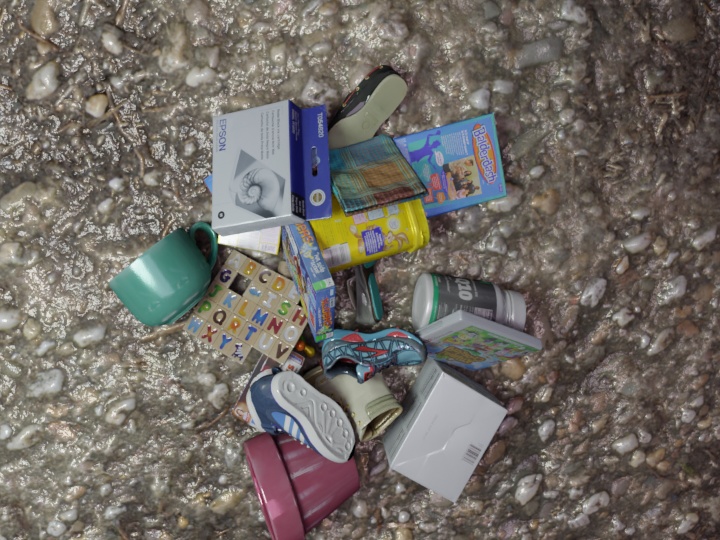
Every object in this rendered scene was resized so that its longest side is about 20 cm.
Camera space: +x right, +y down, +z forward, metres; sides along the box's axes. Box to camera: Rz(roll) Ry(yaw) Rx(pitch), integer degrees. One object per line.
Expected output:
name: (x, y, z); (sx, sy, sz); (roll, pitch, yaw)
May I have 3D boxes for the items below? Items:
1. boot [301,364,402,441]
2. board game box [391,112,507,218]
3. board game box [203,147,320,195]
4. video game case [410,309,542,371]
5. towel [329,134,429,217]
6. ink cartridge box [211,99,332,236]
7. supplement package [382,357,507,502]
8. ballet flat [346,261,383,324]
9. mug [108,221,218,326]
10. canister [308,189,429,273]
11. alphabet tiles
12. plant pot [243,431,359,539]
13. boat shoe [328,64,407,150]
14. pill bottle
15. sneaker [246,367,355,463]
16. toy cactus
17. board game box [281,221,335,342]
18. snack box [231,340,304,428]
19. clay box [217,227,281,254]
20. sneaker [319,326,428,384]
boot: (-0.033, 0.245, 0.982); (0.195, 0.157, 0.073); (-29, 141, -3)
board game box: (0.164, -0.189, 0.995); (0.192, 0.045, 0.158); (-14, 100, -4)
board game box: (-0.162, -0.168, 0.906); (0.197, 0.019, 0.105); (-35, 80, 4)
video game case: (0.194, 0.133, 0.966); (0.195, 0.181, 0.023); (19, 59, -26)
towel: (0.014, -0.162, 0.883); (0.141, 0.202, 0.022); (-15, 130, -9)
ink cartridge box: (-0.146, -0.169, 0.863); (0.192, 0.041, 0.208); (-9, 74, 12)
supplement package: (0.158, 0.301, 1.036); (0.152, 0.111, 0.205); (29, 95, -10)
ballet flat: (0.000, 0.000, 0.998); (0.061, 0.067, 0.209); (-3, 97, 25)
mug: (-0.317, 0.010, 0.913); (0.183, 0.152, 0.116); (-37, 102, 0)
canister: (0.003, -0.087, 0.916); (0.193, 0.087, 0.154); (-16, 82, -15)
alphabet tiles: (-0.189, 0.074, 0.936); (0.195, 0.008, 0.170); (25, 70, 15)
plant pot: (-0.103, 0.378, 0.985); (0.173, 0.199, 0.208); (-18, 101, -19)
boat shoe: (-0.004, -0.275, 0.957); (0.201, 0.064, 0.073); (-44, 135, 13)
pill bottle: (0.201, 0.074, 1.006); (0.192, 0.113, 0.118); (8, 98, -9)
sneaker: (-0.113, 0.261, 0.933); (0.201, 0.081, 0.145); (47, 136, -15)
toy cactus: (-0.144, 0.069, 0.982); (0.191, 0.102, 0.172); (4, 89, 1)
board game box: (-0.090, -0.005, 0.886); (0.033, 0.204, 0.138); (-14, 145, -16)
snack box: (-0.172, 0.213, 0.980); (0.070, 0.025, 0.203); (28, 123, -6)
clay box: (-0.185, -0.142, 0.958); (0.110, 0.048, 0.208); (10, 96, -5)
sneaker: (0.022, 0.162, 0.942); (0.192, 0.097, 0.081); (-3, 131, 15)
